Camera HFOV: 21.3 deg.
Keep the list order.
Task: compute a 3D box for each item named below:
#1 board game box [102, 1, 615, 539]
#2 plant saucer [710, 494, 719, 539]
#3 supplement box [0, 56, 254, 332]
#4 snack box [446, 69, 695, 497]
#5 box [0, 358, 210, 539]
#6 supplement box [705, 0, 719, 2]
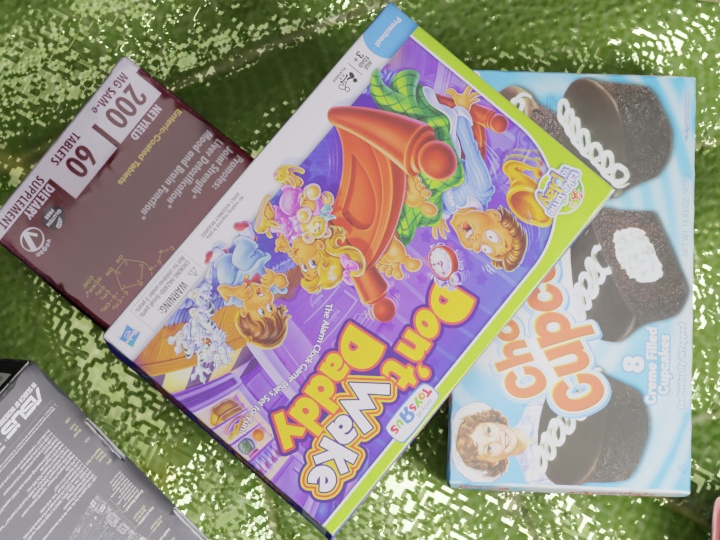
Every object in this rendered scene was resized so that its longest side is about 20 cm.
[{"bbox_3d":[0.000,0.000,0.861,0.134,0.045,0.200,39,80,5],"label":"board game box"},{"bbox_3d":[0.254,0.213,0.892,0.198,0.037,0.202,5,81,0],"label":"plant saucer"},{"bbox_3d":[-0.067,0.005,0.912,0.199,0.061,0.109,38,83,4],"label":"supplement box"},{"bbox_3d":[0.102,0.006,0.923,0.115,0.037,0.202,2,81,1],"label":"snack box"},{"bbox_3d":[-0.163,0.165,0.841,0.160,0.043,0.200,47,68,-21],"label":"box"},{"bbox_3d":[0.209,-0.238,0.911,0.198,0.134,0.202,7,81,1],"label":"supplement box"}]
